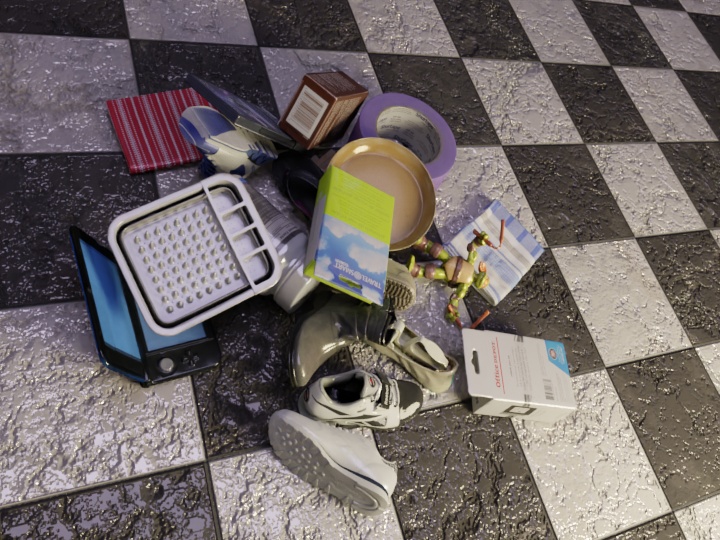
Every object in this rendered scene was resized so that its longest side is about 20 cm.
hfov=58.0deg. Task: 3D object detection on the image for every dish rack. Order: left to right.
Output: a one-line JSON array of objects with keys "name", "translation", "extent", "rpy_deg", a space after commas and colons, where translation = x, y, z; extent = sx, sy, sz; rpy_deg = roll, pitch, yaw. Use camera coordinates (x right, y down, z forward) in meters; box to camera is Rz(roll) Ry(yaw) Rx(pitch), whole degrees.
[{"name": "dish rack", "translation": [-0.221, -0.021, 0.878], "extent": [0.196, 0.043, 0.175], "rpy_deg": [-27, 86, -24]}]

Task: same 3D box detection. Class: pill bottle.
[{"name": "pill bottle", "translation": [-0.149, -0.038, 0.981], "extent": [0.199, 0.114, 0.114], "rpy_deg": [42, 53, 5]}]

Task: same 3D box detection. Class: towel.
[{"name": "towel", "translation": [-0.310, -0.239, 1.092], "extent": [0.195, 0.023, 0.148], "rpy_deg": [-17, 70, -29]}, {"name": "towel", "translation": [0.250, -0.039, 1.213], "extent": [0.147, 0.024, 0.199], "rpy_deg": [46, 54, 7]}]

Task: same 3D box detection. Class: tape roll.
[{"name": "tape roll", "translation": [0.076, -0.226, 1.213], "extent": [0.194, 0.085, 0.205], "rpy_deg": [12, 56, -17]}]

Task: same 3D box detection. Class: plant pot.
[{"name": "plant pot", "translation": [0.032, -0.124, 1.081], "extent": [0.193, 0.028, 0.207], "rpy_deg": [6, 69, -14]}]

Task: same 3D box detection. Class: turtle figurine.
[{"name": "turtle figurine", "translation": [0.163, -0.012, 1.123], "extent": [0.157, 0.064, 0.205], "rpy_deg": [21, 86, -2]}]

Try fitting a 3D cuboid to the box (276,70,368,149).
[{"name": "box", "translation": [-0.060, -0.283, 1.128], "extent": [0.074, 0.101, 0.200], "rpy_deg": [37, 23, 4]}]

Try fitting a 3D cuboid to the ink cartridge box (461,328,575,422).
[{"name": "ink cartridge box", "translation": [0.240, 0.170, 1.051], "extent": [0.194, 0.067, 0.119], "rpy_deg": [11, 57, -18]}]

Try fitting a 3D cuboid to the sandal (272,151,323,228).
[{"name": "sandal", "translation": [-0.083, -0.122, 1.081], "extent": [0.202, 0.075, 0.048], "rpy_deg": [54, 11, 13]}]

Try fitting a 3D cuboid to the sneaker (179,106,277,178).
[{"name": "sneaker", "translation": [-0.220, -0.174, 1.021], "extent": [0.081, 0.115, 0.198], "rpy_deg": [54, 18, 16]}]

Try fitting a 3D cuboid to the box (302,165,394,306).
[{"name": "box", "translation": [-0.015, -0.046, 0.965], "extent": [0.119, 0.048, 0.205], "rpy_deg": [23, 52, -21]}]

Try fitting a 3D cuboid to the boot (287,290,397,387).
[{"name": "boot", "translation": [-0.020, 0.091, 0.930], "extent": [0.126, 0.070, 0.201], "rpy_deg": [4, 32, 17]}]

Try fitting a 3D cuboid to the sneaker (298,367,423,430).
[{"name": "sneaker", "translation": [0.015, 0.182, 0.935], "extent": [0.194, 0.089, 0.076], "rpy_deg": [1, 58, -24]}]

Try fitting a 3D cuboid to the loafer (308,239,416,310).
[{"name": "loafer", "translation": [0.000, 0.000, 1.051], "extent": [0.196, 0.077, 0.069], "rpy_deg": [27, 29, 0]}]

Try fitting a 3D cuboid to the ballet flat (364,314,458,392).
[{"name": "ballet flat", "translation": [0.069, 0.110, 1.015], "extent": [0.198, 0.070, 0.070], "rpy_deg": [36, 53, 1]}]

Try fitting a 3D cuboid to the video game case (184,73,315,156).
[{"name": "video game case", "translation": [-0.177, -0.253, 1.069], "extent": [0.142, 0.019, 0.198], "rpy_deg": [42, 17, 28]}]

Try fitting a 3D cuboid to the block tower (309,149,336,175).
[{"name": "block tower", "translation": [-0.010, -0.124, 1.132], "extent": [0.199, 0.054, 0.058], "rpy_deg": [43, 52, 5]}]

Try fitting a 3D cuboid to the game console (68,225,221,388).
[{"name": "game console", "translation": [-0.284, 0.038, 0.874], "extent": [0.166, 0.119, 0.204], "rpy_deg": [-12, 66, -28]}]

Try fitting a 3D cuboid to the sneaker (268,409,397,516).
[{"name": "sneaker", "translation": [-0.038, 0.248, 0.890], "extent": [0.198, 0.077, 0.081], "rpy_deg": [37, 41, -4]}]
